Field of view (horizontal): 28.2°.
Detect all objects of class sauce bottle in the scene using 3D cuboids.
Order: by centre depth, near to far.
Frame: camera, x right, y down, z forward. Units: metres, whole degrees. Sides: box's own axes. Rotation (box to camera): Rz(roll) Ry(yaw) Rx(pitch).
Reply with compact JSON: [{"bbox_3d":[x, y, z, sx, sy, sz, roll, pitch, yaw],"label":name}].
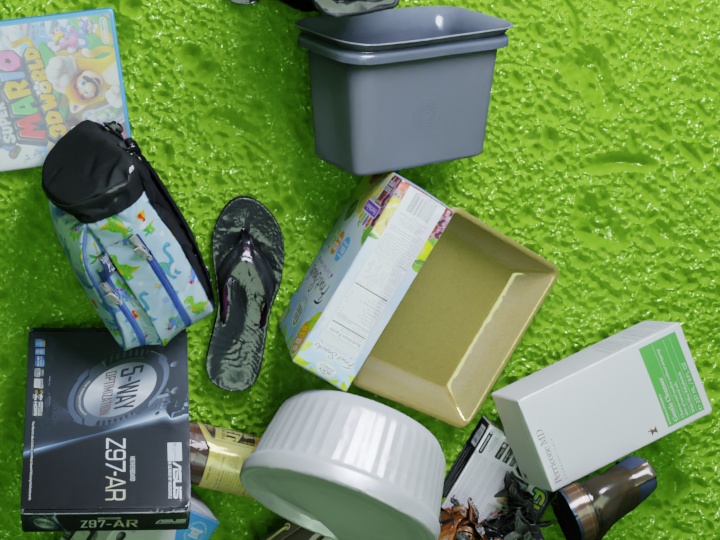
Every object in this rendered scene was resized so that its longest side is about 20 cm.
[{"bbox_3d":[-0.153,0.192,1.469,0.198,0.065,0.065,16,98,-14],"label":"sauce bottle"}]

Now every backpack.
[{"bbox_3d":[-0.220,-0.022,1.373,0.154,0.163,0.200,-46,126,-4],"label":"backpack"}]

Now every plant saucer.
[{"bbox_3d":[0.088,0.045,1.458,0.199,0.048,0.201,26,95,-46],"label":"plant saucer"}]

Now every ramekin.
[{"bbox_3d":[-0.010,0.192,1.384,0.201,0.202,0.095,26,64,-14],"label":"ramekin"}]

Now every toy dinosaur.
[{"bbox_3d":[0.129,0.290,1.503,0.136,0.103,0.200,-40,134,14],"label":"toy dinosaur"}]

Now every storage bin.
[{"bbox_3d":[0.034,-0.177,1.392,0.199,0.145,0.136,-11,115,-33],"label":"storage bin"}]

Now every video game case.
[{"bbox_3d":[-0.329,-0.171,1.390,0.198,0.018,0.145,-8,103,-8],"label":"video game case"}]

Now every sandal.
[{"bbox_3d":[-0.116,0.027,1.451,0.075,0.048,0.203,3,101,-10],"label":"sandal"}]

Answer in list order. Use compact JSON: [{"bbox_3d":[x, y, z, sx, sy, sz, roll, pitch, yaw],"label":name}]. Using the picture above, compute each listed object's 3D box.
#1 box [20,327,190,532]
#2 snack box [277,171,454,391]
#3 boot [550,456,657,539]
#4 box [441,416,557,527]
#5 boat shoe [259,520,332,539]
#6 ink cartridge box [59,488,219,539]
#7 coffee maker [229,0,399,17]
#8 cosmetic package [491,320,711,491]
[{"bbox_3d":[-0.246,0.153,1.392,0.158,0.044,0.202,1,57,-10],"label":"box"},{"bbox_3d":[0.000,0.000,1.405,0.067,0.169,0.201,29,94,-13],"label":"snack box"},{"bbox_3d":[0.257,0.249,1.493,0.096,0.200,0.075,-26,73,-4],"label":"boot"},{"bbox_3d":[0.128,0.272,1.550,0.109,0.035,0.201,30,95,-14],"label":"box"},{"bbox_3d":[-0.027,0.249,1.503,0.200,0.072,0.060,-42,78,-5],"label":"boat shoe"},{"bbox_3d":[-0.250,0.304,1.452,0.116,0.068,0.201,31,95,-41],"label":"ink cartridge box"},{"bbox_3d":[-0.028,-0.289,1.326,0.191,0.200,0.135,-36,104,-1],"label":"coffee maker"},{"bbox_3d":[0.252,0.139,1.501,0.199,0.085,0.108,-25,96,-15],"label":"cosmetic package"}]
